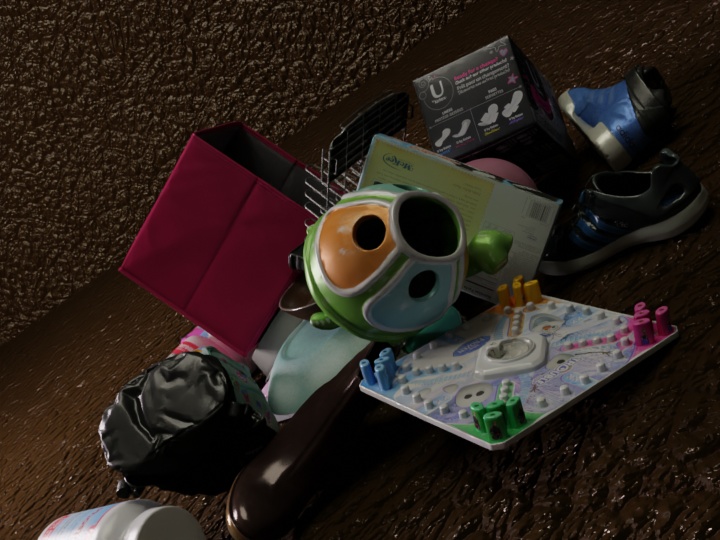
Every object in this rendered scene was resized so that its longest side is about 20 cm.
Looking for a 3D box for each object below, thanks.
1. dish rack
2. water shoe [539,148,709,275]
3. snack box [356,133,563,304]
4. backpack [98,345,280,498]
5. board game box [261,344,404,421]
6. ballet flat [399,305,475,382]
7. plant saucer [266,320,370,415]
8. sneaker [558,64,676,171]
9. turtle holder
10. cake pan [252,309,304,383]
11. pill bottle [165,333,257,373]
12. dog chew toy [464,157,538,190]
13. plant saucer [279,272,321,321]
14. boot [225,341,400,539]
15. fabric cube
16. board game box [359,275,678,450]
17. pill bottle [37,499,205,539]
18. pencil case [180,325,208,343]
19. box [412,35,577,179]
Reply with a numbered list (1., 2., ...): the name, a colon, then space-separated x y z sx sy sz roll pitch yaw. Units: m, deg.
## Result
1. dish rack: -0.007 -0.097 1.112 0.054 0.202 0.153 29 48 23
2. water shoe: 0.240 -0.060 1.010 0.199 0.079 0.072 -24 20 42
3. snack box: 0.089 -0.048 1.038 0.037 0.197 0.118 -36 -33 -72
4. backpack: -0.160 0.159 1.079 0.165 0.128 0.200 -28 -25 11
5. board game box: -0.007 0.082 1.231 0.198 0.041 0.201 -24 21 42
6. ballet flat: 0.080 0.092 0.964 0.074 0.065 0.200 -16 19 3
7. plant saucer: -0.037 0.077 1.160 0.200 0.039 0.201 -35 17 12
8. sneaker: 0.309 -0.196 1.233 0.111 0.077 0.200 -40 19 12
9. turtle holder: 0.045 -0.005 0.946 0.132 0.184 0.143 -38 29 51
10. cake pan: -0.075 0.053 1.329 0.202 0.036 0.200 -55 -2 -3
11. pill bottle: -0.220 0.157 1.362 0.200 0.111 0.110 -46 18 -25
12. dog chew toy: 0.130 -0.060 1.193 0.124 0.125 0.200 -40 8 -11
13. plant saucer: 0.000 0.000 1.170 0.198 0.035 0.201 -29 15 8
14. boot: -0.044 0.152 0.972 0.167 0.072 0.200 -57 -5 34
15. fabric cube: -0.150 -0.047 1.321 0.201 0.198 0.196 -58 -2 15
16. board game box: 0.123 0.065 0.858 0.198 0.026 0.199 -26 20 -25
17. pill bottle: -0.242 0.290 1.044 0.199 0.109 0.109 -23 21 44
18. pencil case: -0.179 0.071 1.570 0.200 0.089 0.088 -46 18 -21
19. box: 0.167 -0.180 1.250 0.131 0.116 0.199 -22 -15 21
